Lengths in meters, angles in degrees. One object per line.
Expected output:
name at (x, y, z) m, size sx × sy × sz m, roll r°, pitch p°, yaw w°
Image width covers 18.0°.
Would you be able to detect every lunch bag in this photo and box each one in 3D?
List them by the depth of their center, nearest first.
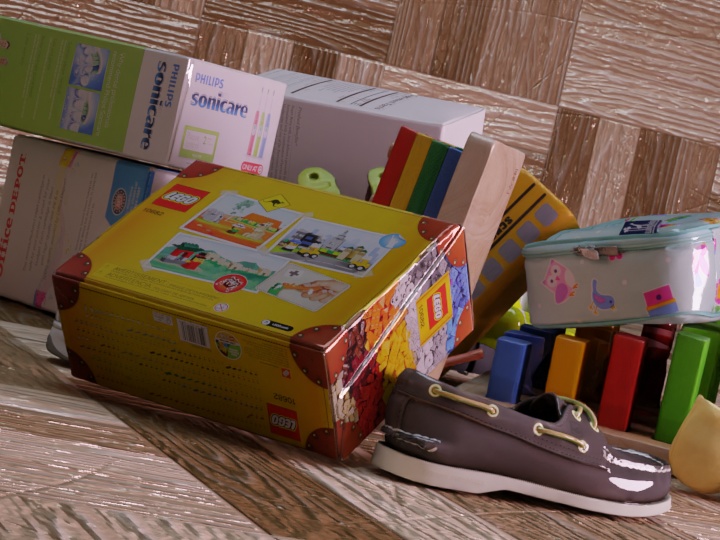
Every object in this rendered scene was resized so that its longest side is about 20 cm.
lunch bag at (0.217, -0.002, 1.704) m, size 0.159 × 0.078 × 0.199 m, roll -1°, pitch 4°, yaw 34°

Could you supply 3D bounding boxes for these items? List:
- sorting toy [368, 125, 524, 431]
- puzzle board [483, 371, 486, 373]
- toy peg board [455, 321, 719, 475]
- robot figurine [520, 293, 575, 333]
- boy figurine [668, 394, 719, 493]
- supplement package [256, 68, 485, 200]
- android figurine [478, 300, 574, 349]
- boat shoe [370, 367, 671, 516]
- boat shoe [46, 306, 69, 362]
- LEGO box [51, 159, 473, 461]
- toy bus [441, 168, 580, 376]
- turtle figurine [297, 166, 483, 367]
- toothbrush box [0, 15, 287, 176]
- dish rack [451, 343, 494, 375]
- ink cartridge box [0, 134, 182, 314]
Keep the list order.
sorting toy at (0.036, -0.002, 1.541) m, size 0.069 × 0.200 × 0.200 m, roll 22°, pitch 4°, yaw 9°
puzzle board at (0.219, 0.121, 1.913) m, size 0.198 × 0.018 × 0.151 m, roll 13°, pitch 2°, yaw -20°
toy peg board at (0.187, 0.073, 1.703) m, size 0.198 × 0.099 × 0.200 m, roll 14°, pitch 7°, yaw 15°
robot figurine at (0.144, 0.029, 2.385) m, size 0.198 × 0.117 × 0.175 m, roll 14°, pitch -2°, yaw 15°
boy figurine at (0.299, 0.134, 1.544) m, size 0.198 × 0.065 × 0.124 m, roll 16°, pitch 5°, yaw -14°
supplement package at (-0.009, -0.092, 1.942) m, size 0.198 × 0.122 × 0.120 m, roll 13°, pitch 15°, yaw 18°
android figurine at (0.106, 0.038, 1.891) m, size 0.199 × 0.041 × 0.182 m, roll 22°, pitch 4°, yaw 4°
boat shoe at (0.102, 0.100, 1.306) m, size 0.200 × 0.061 × 0.072 m, roll 11°, pitch 3°, yaw -30°
boat shoe at (-0.099, 0.045, 1.433) m, size 0.200 × 0.065 × 0.074 m, roll 13°, pitch 3°, yaw 13°
LEGO box at (-0.057, 0.018, 1.335) m, size 0.199 × 0.078 × 0.149 m, roll 15°, pitch 38°, yaw 31°
toy bus at (0.074, 0.011, 1.762) m, size 0.078 × 0.200 × 0.065 m, roll 44°, pitch -3°, yaw 20°
turtle figurine at (0.000, 0.000, 1.677) m, size 0.198 × 0.162 × 0.065 m, roll 9°, pitch 38°, yaw 4°
toothbrush box at (-0.181, -0.132, 1.751) m, size 0.199 × 0.087 × 0.145 m, roll 13°, pitch 2°, yaw 28°
dish rack at (0.021, 0.050, 2.038) m, size 0.152 × 0.055 × 0.199 m, roll 12°, pitch 2°, yaw -34°
ink cartridge box at (-0.193, -0.026, 1.774) m, size 0.125 × 0.130 × 0.199 m, roll 10°, pitch 4°, yaw -45°
